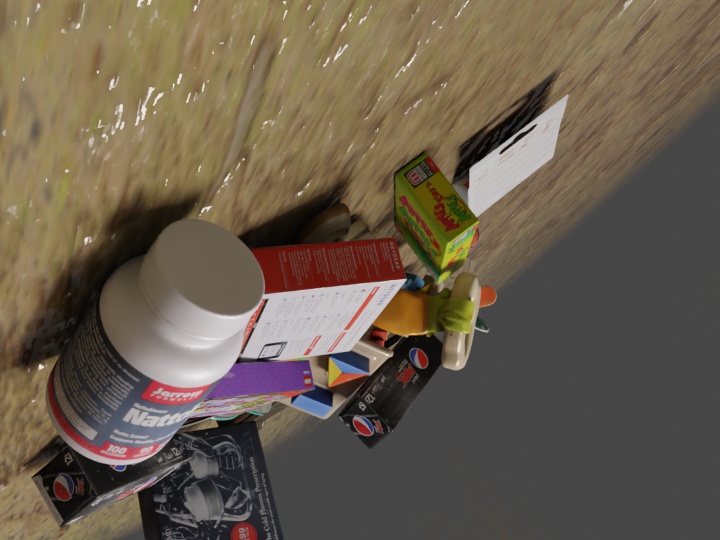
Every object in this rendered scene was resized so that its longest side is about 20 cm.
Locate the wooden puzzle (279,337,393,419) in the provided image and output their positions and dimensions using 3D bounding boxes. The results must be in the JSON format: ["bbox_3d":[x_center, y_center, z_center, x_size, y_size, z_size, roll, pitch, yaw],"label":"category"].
[{"bbox_3d":[-0.081,0.134,1.018,0.200,0.183,0.047,-46,-151,40],"label":"wooden puzzle"}]

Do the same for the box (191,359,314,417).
[{"bbox_3d":[-0.166,0.140,0.876,0.136,0.040,0.199,-21,164,34],"label":"box"}]

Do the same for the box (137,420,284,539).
[{"bbox_3d":[-0.231,0.351,1.149,0.180,0.202,0.104,-5,151,-29],"label":"box"}]

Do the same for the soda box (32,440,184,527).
[{"bbox_3d":[-0.302,0.242,0.938,0.063,0.071,0.200,-38,169,10],"label":"soda box"}]

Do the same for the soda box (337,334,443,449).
[{"bbox_3d":[0.052,0.160,1.095,0.063,0.071,0.200,-48,177,42],"label":"soda box"}]

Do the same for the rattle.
[{"bbox_3d":[0.103,0.056,1.038,0.141,0.132,0.200,-8,-164,18],"label":"rattle"}]

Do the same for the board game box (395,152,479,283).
[{"bbox_3d":[0.090,-0.058,0.950,0.047,0.102,0.200,-34,167,-5],"label":"board game box"}]

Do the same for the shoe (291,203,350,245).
[{"bbox_3d":[-0.045,-0.007,0.863,0.069,0.054,0.200,-30,165,-30],"label":"shoe"}]

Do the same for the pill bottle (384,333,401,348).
[{"bbox_3d":[-0.001,0.078,1.151,0.199,0.112,0.111,-27,164,-39],"label":"pill bottle"}]

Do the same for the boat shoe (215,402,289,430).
[{"bbox_3d":[-0.163,0.212,1.276,0.199,0.068,0.072,-38,160,7],"label":"boat shoe"}]

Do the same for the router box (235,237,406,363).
[{"bbox_3d":[-0.069,0.040,0.811,0.177,0.050,0.200,-5,155,-23],"label":"router box"}]

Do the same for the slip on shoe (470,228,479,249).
[{"bbox_3d":[0.144,-0.057,1.144,0.060,0.075,0.200,-10,180,14],"label":"slip on shoe"}]

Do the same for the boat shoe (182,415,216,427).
[{"bbox_3d":[-0.241,0.174,0.934,0.072,0.061,0.201,-44,166,25],"label":"boat shoe"}]

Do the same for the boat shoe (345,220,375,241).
[{"bbox_3d":[0.000,0.000,0.972,0.074,0.069,0.200,-39,171,-4],"label":"boat shoe"}]

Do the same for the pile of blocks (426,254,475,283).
[{"bbox_3d":[0.168,-0.015,1.453,0.200,0.081,0.063,96,4,-85],"label":"pile of blocks"}]

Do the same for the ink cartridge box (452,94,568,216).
[{"bbox_3d":[0.198,-0.161,1.039,0.162,0.057,0.200,-37,159,-2],"label":"ink cartridge box"}]

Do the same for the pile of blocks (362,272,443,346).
[{"bbox_3d":[0.061,0.051,1.072,0.199,0.062,0.083,-31,122,-38],"label":"pile of blocks"}]

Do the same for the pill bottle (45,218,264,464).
[{"bbox_3d":[-0.164,0.058,0.614,0.119,0.120,0.200,-21,158,-52],"label":"pill bottle"}]

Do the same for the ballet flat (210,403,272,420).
[{"bbox_3d":[-0.186,0.183,1.145,0.065,0.067,0.200,-67,160,-1],"label":"ballet flat"}]

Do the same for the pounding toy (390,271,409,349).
[{"bbox_3d":[0.034,0.107,1.360,0.200,0.142,0.184,-46,170,-15],"label":"pounding toy"}]
